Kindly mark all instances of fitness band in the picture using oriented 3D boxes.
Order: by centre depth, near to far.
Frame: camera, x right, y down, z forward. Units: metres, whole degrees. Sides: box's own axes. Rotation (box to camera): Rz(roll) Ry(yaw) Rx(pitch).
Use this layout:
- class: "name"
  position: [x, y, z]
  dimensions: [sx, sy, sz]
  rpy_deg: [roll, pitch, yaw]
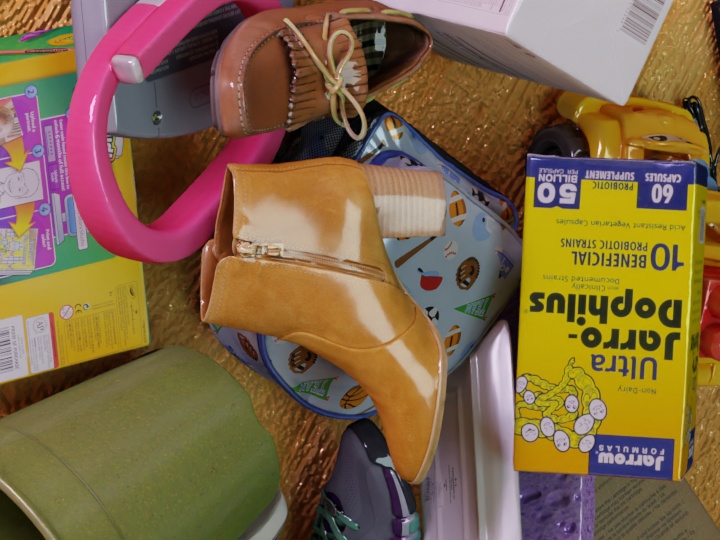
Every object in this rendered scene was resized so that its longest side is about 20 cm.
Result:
- class: "fitness band"
  position: [-0.101, -0.093, 1.439]
  dimensions: [0.200, 0.037, 0.144]
  rpy_deg: [-50, 136, -42]

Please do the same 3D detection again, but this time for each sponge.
- class: "sponge"
  position: [0.106, 0.084, 1.664]
  dimensions: [0.030, 0.111, 0.201]
  rpy_deg: [7, 85, -60]

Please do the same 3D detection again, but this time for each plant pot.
- class: "plant pot"
  position: [-0.155, 0.143, 1.503]
  dimensions: [0.190, 0.200, 0.200]
  rpy_deg: [-35, 120, -36]

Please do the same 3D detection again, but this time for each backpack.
- class: "backpack"
  position: [0.000, 0.000, 1.581]
  dimensions: [0.200, 0.154, 0.191]
  rpy_deg: [35, 92, -38]

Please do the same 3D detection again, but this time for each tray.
- class: "tray"
  position: [0.066, 0.138, 1.600]
  dimensions: [0.022, 0.107, 0.200]
  rpy_deg: [4, 77, -29]

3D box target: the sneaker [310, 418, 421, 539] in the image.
- class: "sneaker"
  position: [-0.011, 0.189, 1.640]
  dimensions: [0.087, 0.074, 0.200]
  rpy_deg: [-21, 134, -18]

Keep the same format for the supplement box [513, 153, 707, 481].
- class: "supplement box"
  position: [0.161, 0.029, 1.565]
  dimensions: [0.110, 0.109, 0.201]
  rpy_deg: [-4, 96, -78]

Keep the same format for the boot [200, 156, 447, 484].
- class: "boot"
  position: [-0.024, 0.032, 1.456]
  dimensions: [0.144, 0.071, 0.202]
  rpy_deg: [-2, 101, -15]

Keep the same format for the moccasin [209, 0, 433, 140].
- class: "moccasin"
  position: [-0.022, -0.118, 1.460]
  dimensions: [0.201, 0.078, 0.074]
  rpy_deg: [-19, 115, -58]

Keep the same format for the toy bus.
- class: "toy bus"
  position: [0.207, -0.013, 1.683]
  dimensions: [0.135, 0.192, 0.200]
  rpy_deg: [5, 98, -33]

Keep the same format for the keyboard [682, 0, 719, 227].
- class: "keyboard"
  position: [0.285, -0.107, 1.815]
  dimensions: [0.127, 0.021, 0.200]
  rpy_deg: [-28, 116, -31]

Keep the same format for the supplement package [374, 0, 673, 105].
- class: "supplement package"
  position: [0.093, -0.190, 1.552]
  dimensions: [0.109, 0.200, 0.114]
  rpy_deg: [27, 88, -36]

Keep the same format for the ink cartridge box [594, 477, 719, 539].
- class: "ink cartridge box"
  position: [0.157, 0.223, 1.749]
  dimensions: [0.200, 0.075, 0.165]
  rpy_deg: [-35, 94, -20]

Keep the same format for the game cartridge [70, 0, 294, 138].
- class: "game cartridge"
  position: [-0.106, -0.152, 1.487]
  dimensions: [0.200, 0.041, 0.133]
  rpy_deg: [-28, 123, -54]

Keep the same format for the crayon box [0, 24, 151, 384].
- class: "crayon box"
  position: [-0.199, -0.040, 1.485]
  dimensions: [0.119, 0.058, 0.200]
  rpy_deg: [-14, 110, -30]

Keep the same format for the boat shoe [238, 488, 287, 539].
- class: "boat shoe"
  position: [-0.110, 0.230, 1.597]
  dimensions: [0.200, 0.075, 0.093]
  rpy_deg: [-42, 128, -34]
